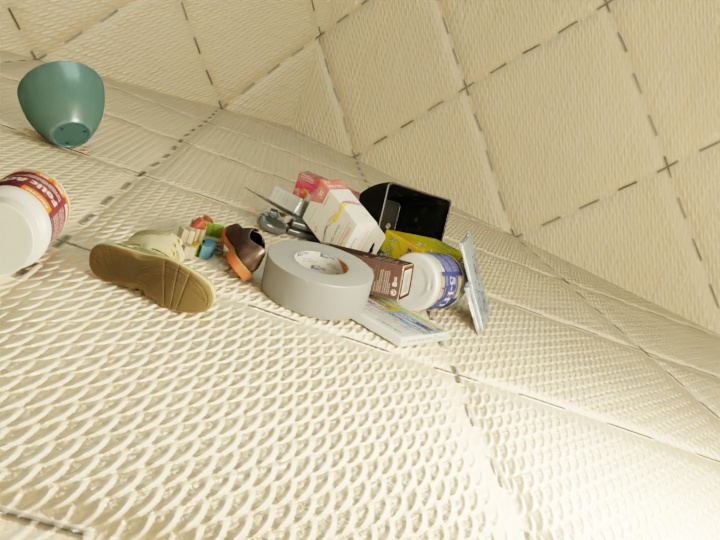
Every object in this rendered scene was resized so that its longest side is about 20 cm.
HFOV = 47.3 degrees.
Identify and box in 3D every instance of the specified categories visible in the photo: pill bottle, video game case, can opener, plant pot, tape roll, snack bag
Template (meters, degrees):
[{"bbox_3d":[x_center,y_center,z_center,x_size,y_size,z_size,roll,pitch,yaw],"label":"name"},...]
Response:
[{"bbox_3d":[0.155,0.022,1.765,0.119,0.122,0.199,27,14,27],"label":"pill bottle"},{"bbox_3d":[0.045,0.086,1.554,0.198,0.022,0.181,28,15,30],"label":"video game case"},{"bbox_3d":[-0.156,-0.097,1.946,0.197,0.053,0.067,13,49,-27],"label":"can opener"},{"bbox_3d":[0.081,-0.111,2.062,0.197,0.204,0.177,12,5,-33],"label":"plant pot"},{"bbox_3d":[-0.477,-0.068,1.138,0.112,0.116,0.200,17,13,-13],"label":"pill bottle"},{"bbox_3d":[-0.691,-0.370,1.934,0.198,0.200,0.137,7,53,-47],"label":"plant pot"},{"bbox_3d":[-0.078,0.015,1.484,0.197,0.067,0.201,13,21,-5],"label":"tape roll"},{"bbox_3d":[0.247,0.022,1.807,0.021,0.204,0.188,-13,6,16],"label":"snack bag"}]

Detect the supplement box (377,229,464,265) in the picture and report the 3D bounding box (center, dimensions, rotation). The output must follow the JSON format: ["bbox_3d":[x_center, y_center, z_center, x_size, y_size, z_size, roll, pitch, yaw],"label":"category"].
[{"bbox_3d":[0.140,-0.014,1.914,0.198,0.111,0.109,7,18,-45],"label":"supplement box"}]

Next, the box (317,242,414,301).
[{"bbox_3d":[0.000,0.000,1.640,0.196,0.076,0.100,12,7,15],"label":"box"}]

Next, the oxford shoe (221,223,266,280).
[{"bbox_3d":[-0.210,-0.048,1.533,0.071,0.072,0.200,48,5,-29],"label":"oxford shoe"}]

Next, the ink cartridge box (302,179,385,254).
[{"bbox_3d":[-0.039,-0.100,1.882,0.067,0.117,0.201,-6,47,-43],"label":"ink cartridge box"}]

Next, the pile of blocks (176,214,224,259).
[{"bbox_3d":[-0.293,-0.068,1.551,0.081,0.063,0.200,20,13,-3],"label":"pile of blocks"}]

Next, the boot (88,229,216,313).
[{"bbox_3d":[-0.294,-0.004,1.266,0.197,0.074,0.155,17,15,7],"label":"boot"}]

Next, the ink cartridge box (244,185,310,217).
[{"bbox_3d":[-0.171,-0.162,2.064,0.172,0.044,0.200,30,-1,29],"label":"ink cartridge box"}]

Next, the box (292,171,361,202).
[{"bbox_3d":[-0.089,-0.197,2.317,0.197,0.101,0.095,24,13,9],"label":"box"}]
